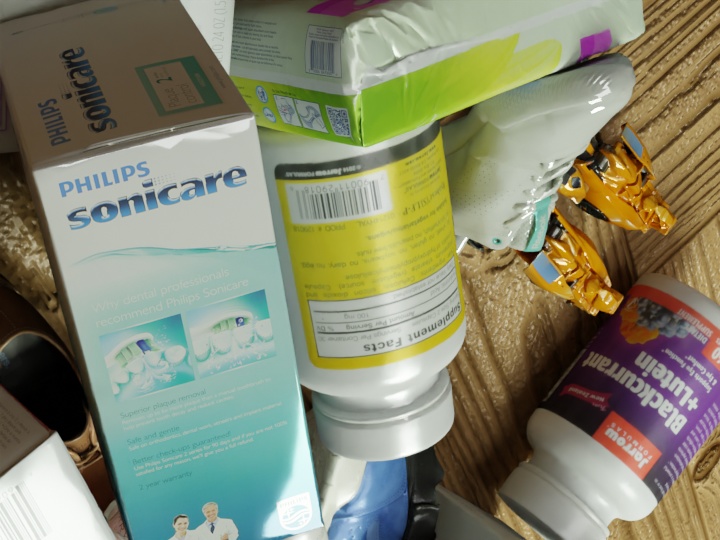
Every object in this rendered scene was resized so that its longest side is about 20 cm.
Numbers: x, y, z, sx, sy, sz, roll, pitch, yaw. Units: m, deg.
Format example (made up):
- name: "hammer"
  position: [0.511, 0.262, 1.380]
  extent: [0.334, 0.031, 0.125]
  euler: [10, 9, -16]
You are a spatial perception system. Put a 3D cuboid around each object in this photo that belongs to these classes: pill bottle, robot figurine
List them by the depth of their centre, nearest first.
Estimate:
- name: "pill bottle"
  position: [0.000, 0.000, 0.774]
  extent: [0.111, 0.111, 0.201]
  euler: [-24, 118, -31]
- name: "robot figurine"
  position: [0.133, -0.058, 0.916]
  extent: [0.145, 0.058, 0.200]
  euler: [-55, 136, -6]
- name: "pill bottle"
  position: [0.193, 0.111, 1.021]
  extent: [0.200, 0.111, 0.111]
  euler: [-51, 135, -10]

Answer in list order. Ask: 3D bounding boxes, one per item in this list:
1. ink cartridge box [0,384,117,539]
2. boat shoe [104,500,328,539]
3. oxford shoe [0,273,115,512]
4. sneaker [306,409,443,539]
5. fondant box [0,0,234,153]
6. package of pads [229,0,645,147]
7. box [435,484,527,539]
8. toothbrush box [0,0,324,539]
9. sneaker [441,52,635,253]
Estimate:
- name: "ink cartridge box"
  position: [-0.182, 0.113, 0.623]
  extent: [0.084, 0.200, 0.176]
  euler: [-36, 131, -23]
- name: "boat shoe"
  position: [-0.115, 0.147, 0.733]
  extent: [0.198, 0.071, 0.070]
  euler: [-8, 129, 0]
- name: "oxford shoe"
  position: [-0.157, 0.086, 0.725]
  extent: [0.071, 0.071, 0.200]
  euler: [-45, 138, -18]
- name: "sneaker"
  position: [-0.011, 0.190, 0.892]
  extent: [0.111, 0.077, 0.201]
  euler: [17, 93, -35]
- name: "fondant box"
  position: [-0.154, -0.128, 0.611]
  extent: [0.199, 0.058, 0.145]
  euler: [-8, 117, -30]
- name: "package of pads"
  position: [0.023, -0.129, 0.714]
  extent: [0.199, 0.154, 0.069]
  euler: [-24, 116, -33]
- name: "box"
  position: [0.079, 0.283, 0.945]
  extent: [0.131, 0.200, 0.200]
  euler: [35, 87, -45]
- name: "toothbrush box"
  position: [-0.086, 0.003, 0.585]
  extent: [0.085, 0.147, 0.201]
  euler: [-16, 123, -12]
- name: "sneaker"
  position: [0.090, -0.055, 0.774]
  extent: [0.075, 0.200, 0.089]
  euler: [-21, 88, -33]
